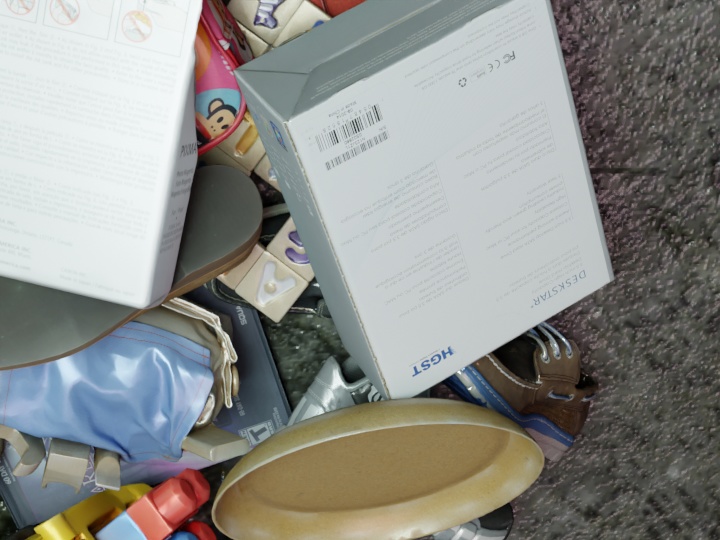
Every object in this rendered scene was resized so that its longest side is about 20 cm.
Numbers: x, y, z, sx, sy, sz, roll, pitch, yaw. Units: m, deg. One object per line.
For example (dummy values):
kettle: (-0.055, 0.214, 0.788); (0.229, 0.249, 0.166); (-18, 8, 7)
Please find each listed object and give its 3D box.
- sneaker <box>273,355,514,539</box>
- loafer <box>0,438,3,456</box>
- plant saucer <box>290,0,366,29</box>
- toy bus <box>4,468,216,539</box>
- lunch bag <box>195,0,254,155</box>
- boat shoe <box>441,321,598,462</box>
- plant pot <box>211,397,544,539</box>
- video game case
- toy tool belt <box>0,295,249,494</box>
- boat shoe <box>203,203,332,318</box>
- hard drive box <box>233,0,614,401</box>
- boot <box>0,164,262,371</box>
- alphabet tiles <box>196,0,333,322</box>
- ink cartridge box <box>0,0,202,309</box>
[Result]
sneaker: (0.046, 0.111, 0.951); (0.199, 0.075, 0.116); (23, 99, -31)
loafer: (-0.324, 0.124, 0.867); (0.199, 0.068, 0.076); (-10, 119, 0)
plant saucer: (0.029, -0.217, 0.792); (0.198, 0.037, 0.201); (-20, 119, -2)
toy bus: (-0.157, 0.193, 0.866); (0.192, 0.200, 0.136); (-41, 86, 7)
lunch bag: (-0.169, -0.134, 0.756); (0.175, 0.082, 0.201); (-26, 112, 13)
boat shoe: (0.101, 0.064, 0.915); (0.073, 0.072, 0.200); (-52, 151, 1)
plant pot: (0.009, 0.121, 0.838); (0.199, 0.028, 0.200); (-9, 152, -5)
video game case: (-0.154, 0.081, 0.919); (0.199, 0.019, 0.144); (-19, 120, -4)
toy tool belt: (-0.168, 0.067, 0.827); (0.199, 0.123, 0.126); (6, 116, -16)
boat shoe: (0.000, 0.000, 0.877); (0.199, 0.068, 0.072); (2, 113, -16)
hard drive box: (0.041, -0.049, 0.773); (0.155, 0.077, 0.201); (-28, 127, -12)
boot: (-0.145, 0.011, 0.782); (0.199, 0.074, 0.076); (-23, 165, -9)
alphabet tiles: (-0.079, -0.090, 0.814); (0.200, 0.008, 0.167); (36, 107, -8)
ink cartridge box: (-0.159, -0.095, 0.708); (0.161, 0.057, 0.201); (14, 97, 4)
